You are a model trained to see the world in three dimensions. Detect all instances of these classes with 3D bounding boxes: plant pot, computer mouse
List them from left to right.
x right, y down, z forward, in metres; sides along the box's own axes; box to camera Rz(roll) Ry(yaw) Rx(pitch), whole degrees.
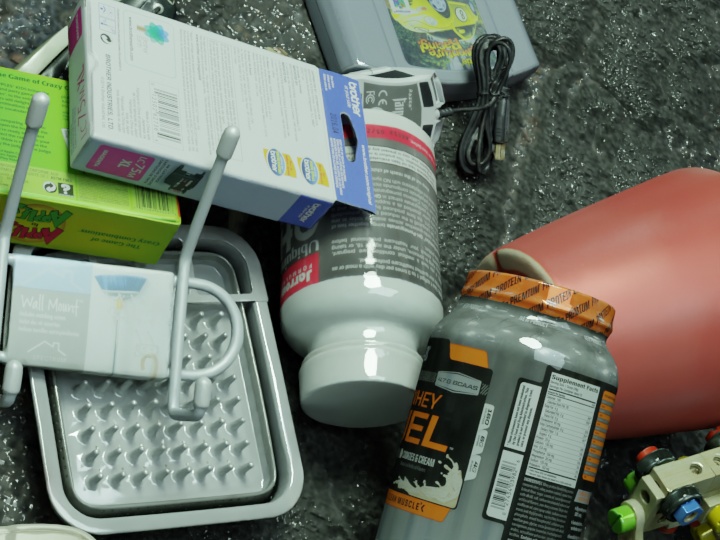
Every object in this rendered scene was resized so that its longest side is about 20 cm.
[{"bbox_3d":[0.029,-0.122,1.119,0.200,0.044,0.110,-7,109,-31],"label":"computer mouse"},{"bbox_3d":[0.187,0.036,1.065,0.177,0.200,0.200,-14,73,-26],"label":"plant pot"}]

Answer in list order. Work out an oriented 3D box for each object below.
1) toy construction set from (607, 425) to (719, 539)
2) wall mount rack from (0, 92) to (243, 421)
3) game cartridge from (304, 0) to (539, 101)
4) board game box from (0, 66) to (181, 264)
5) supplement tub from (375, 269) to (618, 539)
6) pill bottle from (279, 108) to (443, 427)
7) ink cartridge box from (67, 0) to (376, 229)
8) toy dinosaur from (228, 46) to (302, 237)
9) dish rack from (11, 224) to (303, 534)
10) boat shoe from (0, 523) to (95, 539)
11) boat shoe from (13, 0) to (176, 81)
[{"bbox_3d":[0.237,0.180,1.060,0.200,0.131,0.092,-26,57,-34],"label":"toy construction set"},{"bbox_3d":[-0.146,-0.003,0.858,0.200,0.075,0.174,8,81,-28],"label":"wall mount rack"},{"bbox_3d":[0.052,-0.201,1.198,0.200,0.041,0.133,-7,73,-35],"label":"game cartridge"},{"bbox_3d":[-0.214,-0.071,0.895,0.200,0.048,0.102,9,51,-27],"label":"board game box"},{"bbox_3d":[0.087,0.108,0.914,0.122,0.123,0.200,19,83,-24],"label":"supplement tub"},{"bbox_3d":[0.000,0.000,1.003,0.111,0.111,0.200,14,58,-26],"label":"pill bottle"},{"bbox_3d":[-0.087,-0.096,0.940,0.200,0.042,0.119,12,51,-28],"label":"ink cartridge box"},{"bbox_3d":[-0.092,-0.102,1.045,0.088,0.047,0.200,31,55,-24],"label":"toy dinosaur"},{"bbox_3d":[-0.132,0.068,0.924,0.172,0.044,0.200,1,65,-33],"label":"dish rack"},{"bbox_3d":[-0.241,0.161,0.803,0.200,0.057,0.067,13,55,-20],"label":"boat shoe"},{"bbox_3d":[-0.162,-0.155,1.008,0.066,0.074,0.199,52,53,-15],"label":"boat shoe"}]
